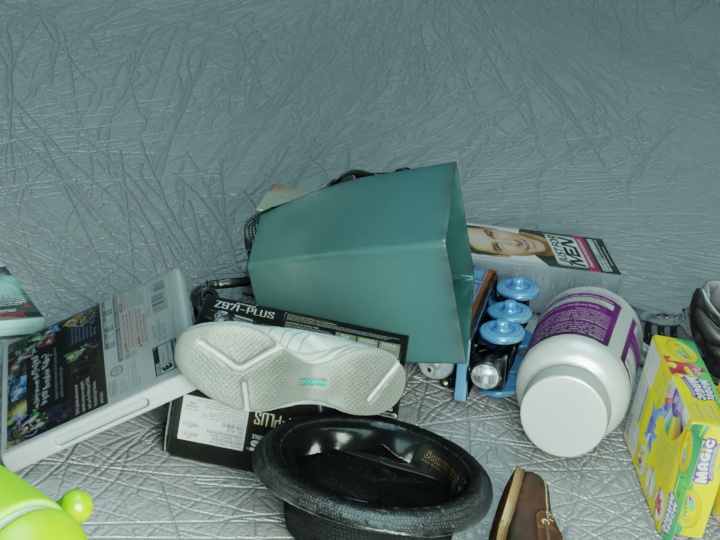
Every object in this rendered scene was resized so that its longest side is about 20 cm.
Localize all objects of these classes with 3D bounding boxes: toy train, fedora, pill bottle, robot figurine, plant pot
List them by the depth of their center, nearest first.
[{"bbox_3d":[-0.275,0.200,1.313,0.199,0.117,0.175,27,34,31],"label":"robot figurine"},{"bbox_3d":[0.006,0.194,1.486,0.198,0.092,0.201,6,22,-3],"label":"fedora"},{"bbox_3d":[0.000,0.000,1.753,0.198,0.142,0.142,-5,35,10],"label":"plant pot"},{"bbox_3d":[0.210,0.100,1.767,0.111,0.113,0.200,15,23,9],"label":"pill bottle"},{"bbox_3d":[0.117,0.064,1.850,0.113,0.088,0.200,6,24,12],"label":"toy train"}]

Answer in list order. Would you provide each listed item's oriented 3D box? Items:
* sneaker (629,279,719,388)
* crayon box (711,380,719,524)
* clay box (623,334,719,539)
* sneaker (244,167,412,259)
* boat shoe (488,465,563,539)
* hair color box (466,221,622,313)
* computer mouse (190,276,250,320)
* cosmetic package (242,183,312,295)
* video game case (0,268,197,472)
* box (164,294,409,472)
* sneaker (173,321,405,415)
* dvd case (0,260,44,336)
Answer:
[{"bbox_3d":[0.344,0.053,1.931,0.075,0.115,0.200,-9,31,-40],"label":"sneaker"},{"bbox_3d":[0.376,0.195,1.621,0.058,0.120,0.200,1,25,-22],"label":"crayon box"},{"bbox_3d":[0.294,0.157,1.675,0.047,0.116,0.200,9,24,-8],"label":"clay box"},{"bbox_3d":[-0.026,-0.064,1.835,0.198,0.087,0.081,-18,61,-11],"label":"sneaker"},{"bbox_3d":[0.135,0.234,1.491,0.070,0.071,0.200,17,31,3],"label":"boat shoe"},{"bbox_3d":[0.183,-0.001,2.047,0.198,0.061,0.099,6,24,-10],"label":"hair color box"},{"bbox_3d":[-0.074,0.052,1.829,0.198,0.046,0.141,-9,37,-18],"label":"computer mouse"},{"bbox_3d":[-0.015,-0.012,1.929,0.198,0.104,0.087,15,25,6],"label":"cosmetic package"},{"bbox_3d":[-0.230,0.084,1.600,0.180,0.023,0.200,-24,28,1],"label":"video game case"},{"bbox_3d":[-0.064,0.110,1.648,0.198,0.087,0.164,11,24,0],"label":"box"},{"bbox_3d":[-0.066,0.081,1.533,0.198,0.071,0.080,11,7,-22],"label":"sneaker"},{"bbox_3d":[-0.412,0.013,1.790,0.145,0.022,0.200,-4,27,-32],"label":"dvd case"}]
